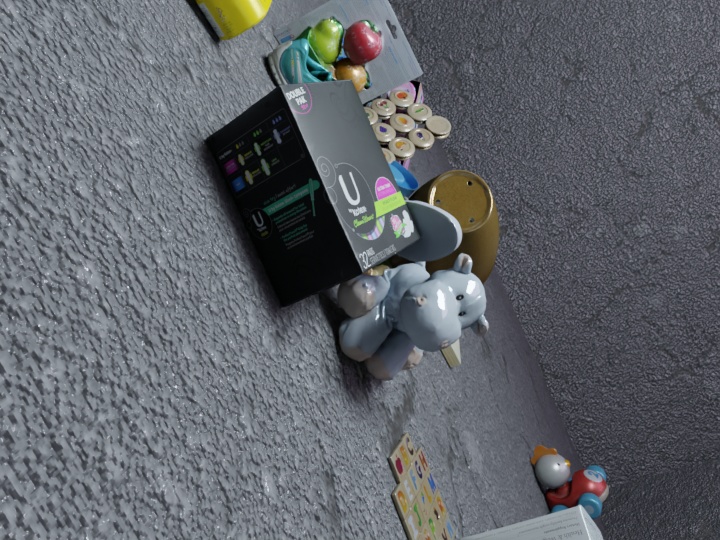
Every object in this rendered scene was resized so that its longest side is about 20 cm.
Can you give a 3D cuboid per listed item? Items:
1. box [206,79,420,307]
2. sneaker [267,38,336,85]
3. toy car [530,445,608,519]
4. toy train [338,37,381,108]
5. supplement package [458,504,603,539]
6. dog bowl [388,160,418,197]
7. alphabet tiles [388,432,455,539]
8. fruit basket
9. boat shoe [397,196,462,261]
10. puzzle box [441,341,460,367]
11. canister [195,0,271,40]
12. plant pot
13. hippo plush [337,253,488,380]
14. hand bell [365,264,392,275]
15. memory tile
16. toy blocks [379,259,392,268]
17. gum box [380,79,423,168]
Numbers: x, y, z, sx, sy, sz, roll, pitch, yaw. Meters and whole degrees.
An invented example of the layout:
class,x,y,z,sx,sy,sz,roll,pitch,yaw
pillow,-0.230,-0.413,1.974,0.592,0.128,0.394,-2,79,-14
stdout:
class,x,y,z,sx,sy,sz,roll,pitch,yaw
box,-0.047,-0.089,0.678,0.148,0.123,0.202,-29,96,-56
sneaker,-0.069,-0.280,0.977,0.200,0.079,0.078,49,25,-47
toy car,0.565,0.571,1.696,0.201,0.176,0.184,55,28,5
toy train,-0.004,-0.400,1.263,0.087,0.112,0.202,94,-4,-54
supplement package,0.264,0.471,0.846,0.147,0.189,0.202,48,24,-43
dog bowl,-0.006,-0.162,0.925,0.199,0.050,0.111,37,25,8
alphabet tiles,0.088,0.326,0.810,0.203,0.006,0.166,68,18,3
fruit basket,-0.019,-0.373,1.041,0.186,0.198,0.095,52,23,-36
boat shoe,0.044,-0.055,0.767,0.068,0.197,0.075,-26,111,-51
puzzle box,0.158,0.088,1.287,0.202,0.025,0.134,60,19,-21
canister,-0.194,-0.410,0.759,0.201,0.085,0.150,56,20,-36
plant pot,0.139,-0.068,0.932,0.200,0.184,0.189,93,-21,-74
hippo plush,0.085,0.061,0.769,0.199,0.159,0.162,-27,110,-38
hand bell,0.000,0.000,0.867,0.199,0.104,0.105,36,33,-36
memory tile,0.058,-0.263,1.121,0.153,0.199,0.017,45,-31,22
toy blocks,0.129,0.031,1.083,0.202,0.135,0.100,64,17,-11
gum box,0.076,-0.279,1.256,0.113,0.065,0.203,-3,106,-82
